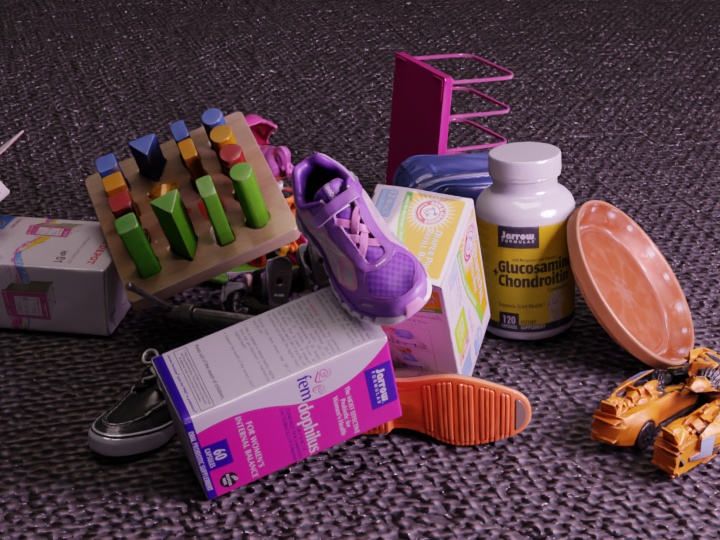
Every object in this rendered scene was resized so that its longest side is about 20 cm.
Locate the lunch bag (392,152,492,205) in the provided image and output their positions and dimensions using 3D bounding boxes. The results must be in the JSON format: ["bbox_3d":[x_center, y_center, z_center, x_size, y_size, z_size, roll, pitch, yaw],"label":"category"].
[{"bbox_3d":[0.144,-0.059,1.663,0.197,0.138,0.132,-5,25,-17],"label":"lunch bag"}]

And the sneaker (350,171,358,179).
[{"bbox_3d":[-0.033,-0.074,1.754,0.079,0.090,0.200,-17,2,2],"label":"sneaker"}]

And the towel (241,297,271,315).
[{"bbox_3d":[-0.020,0.043,1.568,0.198,0.022,0.146,16,27,30],"label":"towel"}]

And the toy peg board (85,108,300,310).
[{"bbox_3d":[-0.196,-0.094,1.487,0.198,0.098,0.200,-24,53,-6],"label":"toy peg board"}]

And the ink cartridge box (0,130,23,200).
[{"bbox_3d":[-0.478,-0.063,1.587,0.199,0.045,0.177,-29,18,35],"label":"ink cartridge box"}]

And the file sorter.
[{"bbox_3d":[0.125,-0.186,1.872,0.124,0.203,0.139,-7,25,-26],"label":"file sorter"}]

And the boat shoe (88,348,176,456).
[{"bbox_3d":[-0.188,0.116,1.336,0.073,0.069,0.198,20,30,37],"label":"boat shoe"}]

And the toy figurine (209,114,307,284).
[{"bbox_3d":[-0.119,-0.091,1.634,0.198,0.187,0.149,13,27,39],"label":"toy figurine"}]

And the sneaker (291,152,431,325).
[{"bbox_3d":[-0.009,-0.035,1.236,0.080,0.089,0.201,-30,51,-9],"label":"sneaker"}]

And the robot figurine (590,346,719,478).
[{"bbox_3d":[0.323,0.132,1.335,0.144,0.059,0.199,23,33,38],"label":"robot figurine"}]

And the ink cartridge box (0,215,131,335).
[{"bbox_3d":[-0.362,0.003,1.562,0.197,0.086,0.145,5,24,5],"label":"ink cartridge box"}]

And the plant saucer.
[{"bbox_3d":[0.289,0.018,1.482,0.032,0.201,0.200,-36,3,33],"label":"plant saucer"}]

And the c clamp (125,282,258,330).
[{"bbox_3d":[-0.122,0.059,1.420,0.198,0.027,0.170,7,-14,36],"label":"c clamp"}]

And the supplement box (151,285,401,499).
[{"bbox_3d":[-0.074,0.106,1.249,0.198,0.102,0.104,-23,39,-13],"label":"supplement box"}]

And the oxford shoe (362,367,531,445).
[{"bbox_3d":[0.070,0.121,1.337,0.197,0.072,0.073,5,20,10],"label":"oxford shoe"}]

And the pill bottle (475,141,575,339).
[{"bbox_3d":[0.183,-0.034,1.520,0.110,0.203,0.112,-3,21,1],"label":"pill bottle"}]

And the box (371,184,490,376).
[{"bbox_3d":[0.061,0.024,1.359,0.100,0.201,0.114,10,57,18],"label":"box"}]

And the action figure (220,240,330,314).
[{"bbox_3d":[-0.084,0.017,1.463,0.128,0.070,0.200,-11,-6,-14],"label":"action figure"}]
